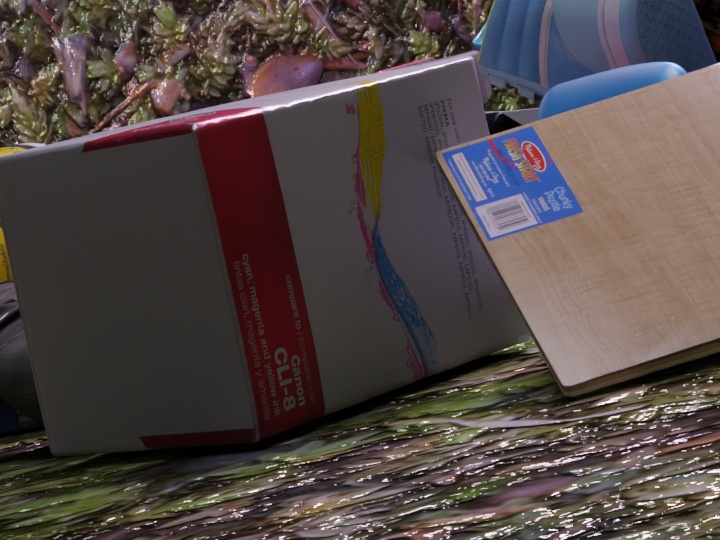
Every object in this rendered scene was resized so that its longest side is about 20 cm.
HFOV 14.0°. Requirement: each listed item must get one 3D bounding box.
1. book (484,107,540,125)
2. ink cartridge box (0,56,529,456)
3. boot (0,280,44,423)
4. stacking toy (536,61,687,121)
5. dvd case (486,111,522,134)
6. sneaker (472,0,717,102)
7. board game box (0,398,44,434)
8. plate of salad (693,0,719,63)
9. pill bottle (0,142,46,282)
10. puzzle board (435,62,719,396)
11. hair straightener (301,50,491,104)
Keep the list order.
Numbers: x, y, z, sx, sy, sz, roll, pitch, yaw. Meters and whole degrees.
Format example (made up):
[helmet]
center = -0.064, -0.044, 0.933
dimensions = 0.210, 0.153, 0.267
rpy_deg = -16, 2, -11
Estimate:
[book]
center = 0.177, -0.074, 1.806
dimensions = 0.199, 0.048, 0.133
rpy_deg = 7, -4, -31
[ink cartridge box]
center = -0.043, -0.008, 1.376
dimensions = 0.145, 0.146, 0.199
rpy_deg = -8, 7, 43
[boot]
center = -0.130, 0.024, 1.488
dimensions = 0.130, 0.068, 0.200
rpy_deg = 16, 23, 36
[stacking toy]
center = 0.195, -0.044, 1.576
dimensions = 0.109, 0.117, 0.199
rpy_deg = -8, -7, 44
[dvd case]
center = 0.081, -0.049, 1.793
dimensions = 0.142, 0.018, 0.200
rpy_deg = 30, -16, -26
[sneaker]
center = 0.135, -0.100, 1.658
dimensions = 0.130, 0.201, 0.080
rpy_deg = 10, 49, 33
[board game box]
center = -0.159, 0.055, 1.635
dimensions = 0.135, 0.035, 0.200
rpy_deg = -11, 5, 18
[plate of salad]
center = 0.181, -0.151, 1.657
dimensions = 0.199, 0.200, 0.048
rpy_deg = -9, 48, 39
[pill bottle]
center = -0.231, 0.002, 1.568
dimensions = 0.111, 0.112, 0.200
rpy_deg = -9, 7, 38
[puzzle board]
center = 0.130, -0.020, 1.289
dimensions = 0.150, 0.017, 0.200
rpy_deg = -18, 34, -6
[hair straightener]
center = 0.028, -0.109, 1.757
dimensions = 0.077, 0.041, 0.200
rpy_deg = -7, 2, 31
